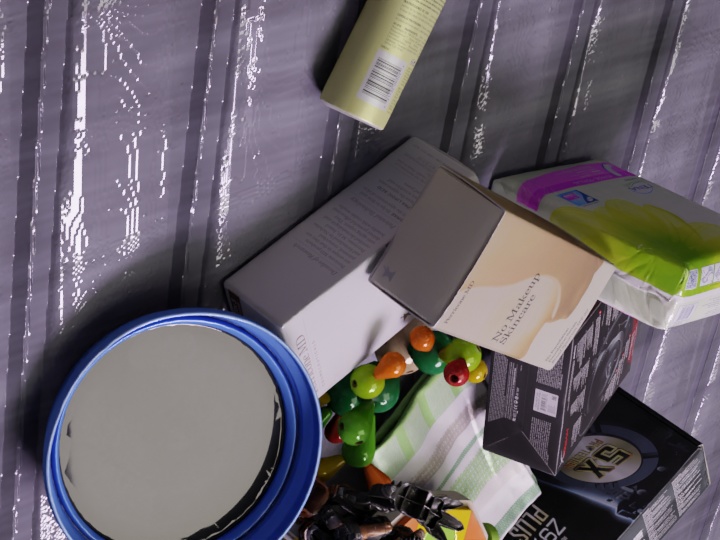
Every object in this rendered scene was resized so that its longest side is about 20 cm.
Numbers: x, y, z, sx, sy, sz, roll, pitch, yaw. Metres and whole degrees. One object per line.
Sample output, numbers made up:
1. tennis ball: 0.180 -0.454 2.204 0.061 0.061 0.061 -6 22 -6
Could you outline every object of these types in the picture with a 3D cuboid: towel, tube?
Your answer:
1. towel: 0.086 0.177 1.522 0.149 0.031 0.200 -50 132 -29
2. tube: 0.037 -0.197 1.198 0.200 0.052 0.058 -63 -173 6

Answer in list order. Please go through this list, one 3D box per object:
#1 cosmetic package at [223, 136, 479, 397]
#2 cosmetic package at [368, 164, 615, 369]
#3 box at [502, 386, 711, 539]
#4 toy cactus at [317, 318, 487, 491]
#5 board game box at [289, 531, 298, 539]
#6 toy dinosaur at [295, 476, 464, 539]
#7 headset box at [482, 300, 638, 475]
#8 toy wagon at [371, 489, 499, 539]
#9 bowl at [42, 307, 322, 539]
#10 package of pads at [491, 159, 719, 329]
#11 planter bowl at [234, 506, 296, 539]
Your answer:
1. cosmetic package: 0.000 0.000 1.294 0.200 0.074 0.102 -41 143 -23
2. cosmetic package: 0.103 0.002 1.294 0.200 0.071 0.105 19 105 -56
3. box: 0.207 0.212 1.649 0.200 0.164 0.086 -44 145 -15
4. toy cactus: 0.030 0.086 1.359 0.200 0.102 0.165 -41 -168 38
5. board game box: -0.056 0.325 1.447 0.034 0.134 0.200 -20 133 -41
6. toy dinosaur: -0.007 0.204 1.310 0.200 0.136 0.102 26 76 -33
7. headset box: 0.187 0.060 1.527 0.200 0.077 0.149 -46 147 -48
8. toy wagon: 0.041 0.286 1.474 0.155 0.040 0.201 8 100 -38
9. bowl: -0.125 0.122 1.198 0.200 0.039 0.201 -6 103 -24
10. package of pads: 0.225 -0.024 1.433 0.154 0.200 0.068 -12 123 -46
11. planter bowl: -0.106 0.276 1.315 0.200 0.200 0.135 -55 169 0
